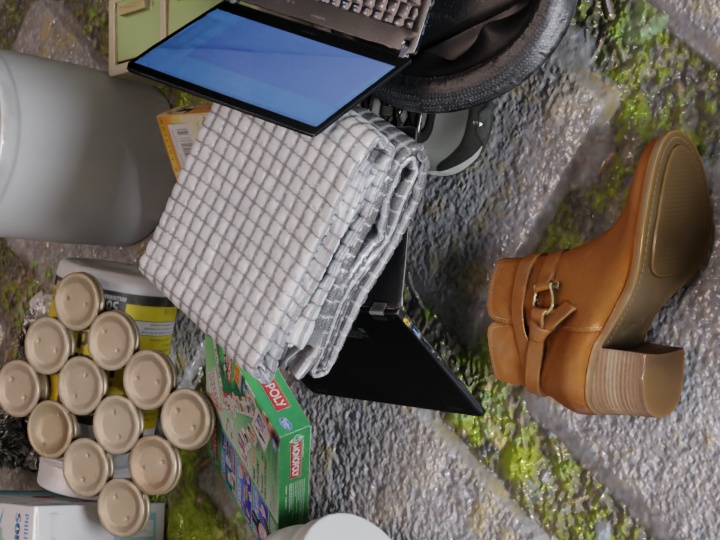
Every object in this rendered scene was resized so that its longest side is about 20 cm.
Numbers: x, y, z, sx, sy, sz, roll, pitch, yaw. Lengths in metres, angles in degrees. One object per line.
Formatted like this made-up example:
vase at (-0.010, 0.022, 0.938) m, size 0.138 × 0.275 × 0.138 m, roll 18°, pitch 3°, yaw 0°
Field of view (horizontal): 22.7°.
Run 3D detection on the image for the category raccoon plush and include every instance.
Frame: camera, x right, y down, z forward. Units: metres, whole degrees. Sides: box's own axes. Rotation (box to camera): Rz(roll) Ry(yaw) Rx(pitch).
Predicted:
raccoon plush at (-0.362, 0.115, 1.692) m, size 0.096 × 0.134 × 0.201 m, roll -2°, pitch 84°, yaw 45°

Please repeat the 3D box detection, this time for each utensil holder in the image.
utensil holder at (-0.286, -0.106, 1.598) m, size 0.169 × 0.199 × 0.171 m, roll -7°, pitch 80°, yaw 43°

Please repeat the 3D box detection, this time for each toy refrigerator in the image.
toy refrigerator at (-0.136, -0.217, 1.553) m, size 0.199 × 0.070 × 0.076 m, roll -7°, pitch 81°, yaw 44°

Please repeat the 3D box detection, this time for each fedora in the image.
fedora at (0.078, -0.202, 1.315) m, size 0.200 × 0.091 × 0.202 m, roll -2°, pitch 86°, yaw 29°

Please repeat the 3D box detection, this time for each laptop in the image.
laptop at (0.000, 0.000, 1.368) m, size 0.187 × 0.200 × 0.116 m, roll 5°, pitch 54°, yaw 45°
laptop at (-0.046, -0.208, 1.270) m, size 0.177 × 0.103 × 0.201 m, roll 22°, pitch 97°, yaw 29°

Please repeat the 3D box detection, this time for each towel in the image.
towel at (-0.053, -0.036, 1.293) m, size 0.165 × 0.085 × 0.201 m, roll 37°, pitch 108°, yaw 39°

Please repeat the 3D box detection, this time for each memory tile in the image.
memory tile at (-0.216, 0.112, 1.499) m, size 0.200 × 0.017 × 0.154 m, roll 44°, pitch 110°, yaw 24°

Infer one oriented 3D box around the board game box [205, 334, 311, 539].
board game box at (-0.083, 0.134, 1.416) m, size 0.135 × 0.029 × 0.201 m, roll 57°, pitch 157°, yaw 33°

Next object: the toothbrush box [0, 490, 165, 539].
toothbrush box at (-0.292, 0.244, 1.603) m, size 0.199 × 0.146 × 0.086 m, roll -1°, pitch 85°, yaw 45°

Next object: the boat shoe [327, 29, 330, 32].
boat shoe at (0.029, -0.244, 1.398) m, size 0.072 × 0.062 × 0.201 m, roll 45°, pitch 134°, yaw 29°

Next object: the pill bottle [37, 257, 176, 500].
pill bottle at (-0.228, 0.096, 1.581) m, size 0.111 × 0.111 × 0.201 m, roll 14°, pitch 96°, yaw 44°

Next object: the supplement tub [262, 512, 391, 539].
supplement tub at (-0.064, 0.280, 1.377) m, size 0.200 × 0.140 × 0.141 m, roll -34°, pitch 63°, yaw 37°

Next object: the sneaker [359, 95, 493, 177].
sneaker at (0.019, -0.118, 1.384) m, size 0.199 × 0.079 × 0.074 m, roll 11°, pitch 91°, yaw 43°

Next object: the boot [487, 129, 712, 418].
boot at (0.157, -0.002, 1.242) m, size 0.154 × 0.073 × 0.201 m, roll 9°, pitch 89°, yaw 49°

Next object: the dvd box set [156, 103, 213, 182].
dvd box set at (-0.080, -0.066, 1.455) m, size 0.199 × 0.029 × 0.147 m, roll 2°, pitch 114°, yaw 51°
